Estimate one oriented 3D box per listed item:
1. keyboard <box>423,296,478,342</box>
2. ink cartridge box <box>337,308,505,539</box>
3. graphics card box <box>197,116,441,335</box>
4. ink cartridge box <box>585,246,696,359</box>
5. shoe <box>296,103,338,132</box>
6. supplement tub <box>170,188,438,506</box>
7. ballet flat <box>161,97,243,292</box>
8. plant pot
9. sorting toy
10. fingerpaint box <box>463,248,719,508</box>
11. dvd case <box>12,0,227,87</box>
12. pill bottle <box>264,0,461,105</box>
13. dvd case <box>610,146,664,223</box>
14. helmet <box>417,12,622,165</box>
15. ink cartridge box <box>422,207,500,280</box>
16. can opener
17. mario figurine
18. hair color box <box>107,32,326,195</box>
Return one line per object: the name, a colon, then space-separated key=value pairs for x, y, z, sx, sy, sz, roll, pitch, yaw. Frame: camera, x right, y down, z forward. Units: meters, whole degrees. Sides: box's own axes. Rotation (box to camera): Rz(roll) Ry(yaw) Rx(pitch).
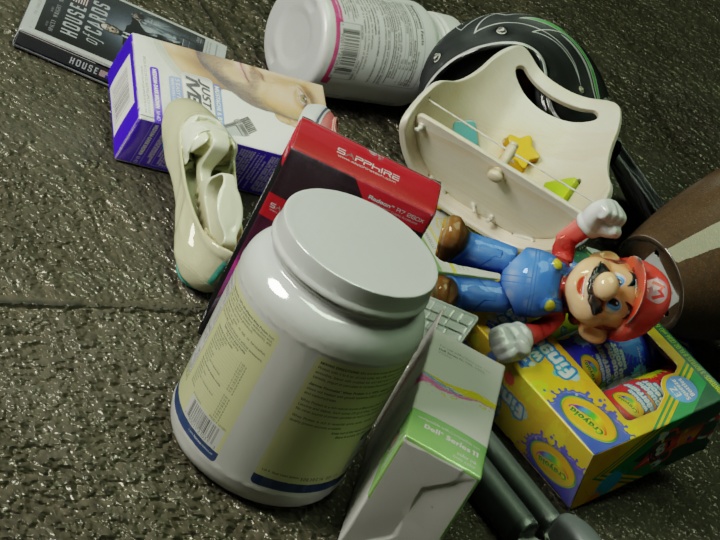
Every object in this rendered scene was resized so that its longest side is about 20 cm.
keyboard: x=0.002 y=0.026 z=1.568 sx=0.199 sy=0.011 sz=0.056 roll=22 pitch=66 yaw=30
ink cartridge box: x=0.051 y=0.128 z=1.433 sx=0.067 sy=0.117 sz=0.200 roll=28 pitch=29 yaw=-4
graphics card box: x=-0.034 y=-0.008 z=1.488 sx=0.125 sy=0.201 sz=0.051 roll=25 pitch=34 yaw=-8
ink cartridge box: x=0.262 y=0.061 z=1.801 sx=0.093 sy=0.044 sz=0.201 roll=18 pitch=31 yaw=-16
shoe: x=-0.015 y=-0.071 z=1.631 sx=0.090 sy=0.072 sz=0.201 roll=3 pitch=40 yaw=5
supplement tub: x=-0.040 y=0.056 z=1.380 sx=0.144 sy=0.201 sz=0.145 roll=22 pitch=29 yaw=-13
ballet flat: x=-0.126 y=-0.077 z=1.595 sx=0.069 sy=0.069 sz=0.201 roll=10 pitch=54 yaw=-30
plant pot: x=0.341 y=-0.009 z=1.774 sx=0.199 sy=0.188 sz=0.187 roll=-16 pitch=50 yaw=-34
sorting toy: x=0.155 y=-0.122 z=1.763 sx=0.199 sy=0.107 sz=0.180 roll=32 pitch=61 yaw=7
fingerpaint box: x=0.187 y=0.087 z=1.625 sx=0.166 sy=0.074 sz=0.200 roll=-17 pitch=51 yaw=-33
dvd case: x=-0.228 y=-0.218 z=1.830 sx=0.199 sy=0.025 sz=0.151 roll=23 pitch=29 yaw=-12
pill bottle: x=0.009 y=-0.232 z=1.969 sx=0.199 sy=0.114 sz=0.114 roll=4 pitch=37 yaw=-38
dvd case: x=0.301 y=-0.064 z=1.975 sx=0.149 sy=0.016 sz=0.200 roll=56 pitch=5 yaw=-45
helmet: x=0.155 y=-0.166 z=1.918 sx=0.199 sy=0.200 sz=0.191 roll=-10 pitch=62 yaw=-49
ink cartridge box: x=0.113 y=-0.016 z=1.791 sx=0.199 sy=0.048 sz=0.146 roll=7 pitch=35 yaw=-30
can opener: x=0.136 y=0.188 z=1.476 sx=0.052 sy=0.067 sz=0.200 roll=-1 pitch=36 yaw=-40
mario figurine: x=0.160 y=0.007 z=1.561 sx=0.198 sy=0.124 sz=0.106 roll=8 pitch=30 yaw=0
hair color box: x=-0.127 y=-0.137 z=1.732 sx=0.199 sy=0.065 sz=0.110 roll=14 pitch=46 yaw=-28
